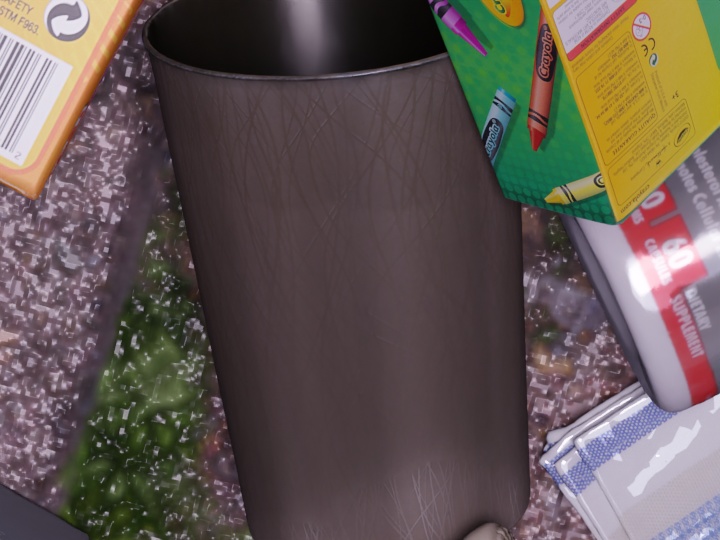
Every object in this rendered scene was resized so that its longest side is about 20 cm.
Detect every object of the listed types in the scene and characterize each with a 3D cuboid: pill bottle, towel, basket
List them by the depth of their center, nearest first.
[{"bbox_3d":[0.000,0.000,0.950,0.135,0.180,0.202,-11,109,-11],"label":"basket"},{"bbox_3d":[0.182,-0.036,0.972,0.199,0.114,0.115,-26,100,1],"label":"pill bottle"},{"bbox_3d":[0.182,0.115,1.042,0.146,0.024,0.201,-33,101,0],"label":"towel"}]

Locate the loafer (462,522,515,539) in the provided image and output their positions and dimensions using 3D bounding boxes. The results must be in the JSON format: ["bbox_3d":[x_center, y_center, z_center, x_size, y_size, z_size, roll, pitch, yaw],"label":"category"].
[{"bbox_3d":[0.052,0.173,0.969,0.068,0.076,0.201,-18,131,5],"label":"loafer"}]

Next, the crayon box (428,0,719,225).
[{"bbox_3d":[0.112,-0.125,0.865,0.200,0.058,0.119,-43,127,-26],"label":"crayon box"}]

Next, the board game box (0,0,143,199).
[{"bbox_3d":[-0.150,-0.170,0.887,0.199,0.200,0.201,28,97,-7],"label":"board game box"}]

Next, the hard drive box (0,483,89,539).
[{"bbox_3d":[-0.175,0.171,0.940,0.076,0.200,0.157,31,95,-7],"label":"hard drive box"}]
